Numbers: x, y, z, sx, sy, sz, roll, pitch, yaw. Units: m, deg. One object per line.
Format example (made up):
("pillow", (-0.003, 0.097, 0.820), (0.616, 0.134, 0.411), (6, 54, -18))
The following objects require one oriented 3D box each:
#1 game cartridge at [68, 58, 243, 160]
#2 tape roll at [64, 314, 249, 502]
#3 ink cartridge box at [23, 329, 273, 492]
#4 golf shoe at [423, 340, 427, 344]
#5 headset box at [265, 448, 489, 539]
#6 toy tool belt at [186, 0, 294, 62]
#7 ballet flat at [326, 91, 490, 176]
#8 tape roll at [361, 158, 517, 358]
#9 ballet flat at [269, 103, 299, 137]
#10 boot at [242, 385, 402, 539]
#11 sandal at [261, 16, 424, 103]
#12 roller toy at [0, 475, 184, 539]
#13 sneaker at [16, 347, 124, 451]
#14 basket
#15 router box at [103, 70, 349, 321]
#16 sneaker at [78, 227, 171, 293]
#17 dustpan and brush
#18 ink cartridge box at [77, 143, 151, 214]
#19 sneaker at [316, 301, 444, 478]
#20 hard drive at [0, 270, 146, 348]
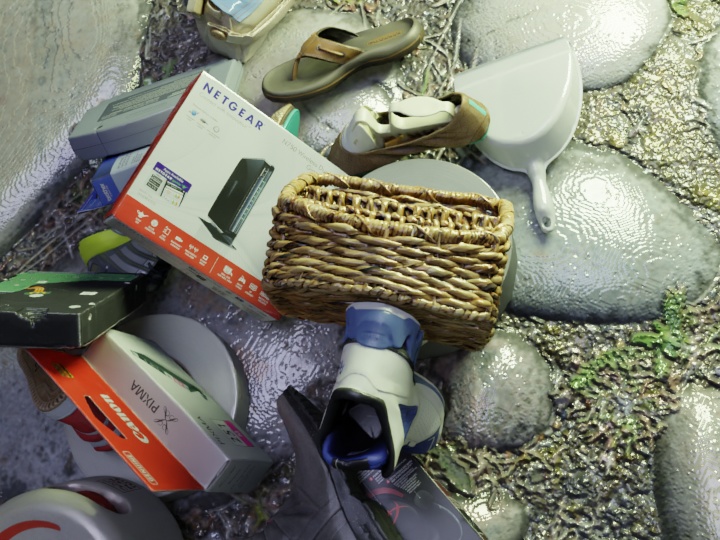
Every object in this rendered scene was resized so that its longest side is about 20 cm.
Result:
("game cartridge", (-0.237, -0.189, 1.070), (0.200, 0.042, 0.133), (-16, 33, 9))
("tape roll", (-0.219, 0.146, 0.976), (0.202, 0.037, 0.203), (-5, 69, 13))
("ink cartridge box", (-0.196, 0.128, 0.859), (0.200, 0.174, 0.044), (40, 92, 24))
("golf shoe", (0.000, 0.000, 0.877), (0.200, 0.078, 0.095), (33, 82, 25))
("headset box", (0.021, 0.249, 0.849), (0.149, 0.075, 0.200), (-42, 65, -3))
("toy tool belt", (-0.139, -0.363, 1.098), (0.125, 0.123, 0.200), (21, 76, 21))
("ballet flat", (0.038, -0.152, 0.975), (0.200, 0.072, 0.068), (-8, 62, 27))
("tape roll", (0.060, -0.012, 0.943), (0.200, 0.066, 0.201), (-5, 69, 13))
("ballet flat", (-0.120, -0.099, 1.022), (0.065, 0.071, 0.200), (8, 71, 13))
("boot", (-0.060, 0.212, 0.809), (0.132, 0.070, 0.200), (-36, 60, 6))
("sandal", (-0.025, -0.254, 1.049), (0.200, 0.055, 0.082), (-19, 41, 7))
("roller toy", (-0.264, 0.292, 0.870), (0.200, 0.140, 0.183), (-30, 78, 12))
("sneaker", (-0.292, 0.116, 0.959), (0.071, 0.112, 0.200), (-42, 34, 0))
("basket", (0.026, -0.029, 0.771), (0.200, 0.143, 0.149), (10, 75, 8))
("router box", (-0.132, -0.074, 0.944), (0.200, 0.049, 0.180), (34, 72, -21))
("sneaker", (-0.228, -0.019, 1.015), (0.200, 0.074, 0.081), (-20, 77, 30))
("dustpan and brush", (0.179, -0.136, 0.971), (0.139, 0.057, 0.200), (-16, 60, 22))
("ink cartridge box", (-0.230, -0.132, 1.047), (0.200, 0.042, 0.119), (-21, 26, 10))
("sneaker", (0.010, 0.122, 0.751), (0.080, 0.200, 0.115), (11, 60, 20))
("hard drive", (-0.306, 0.035, 0.895), (0.139, 0.200, 0.038), (2, 101, 2))
